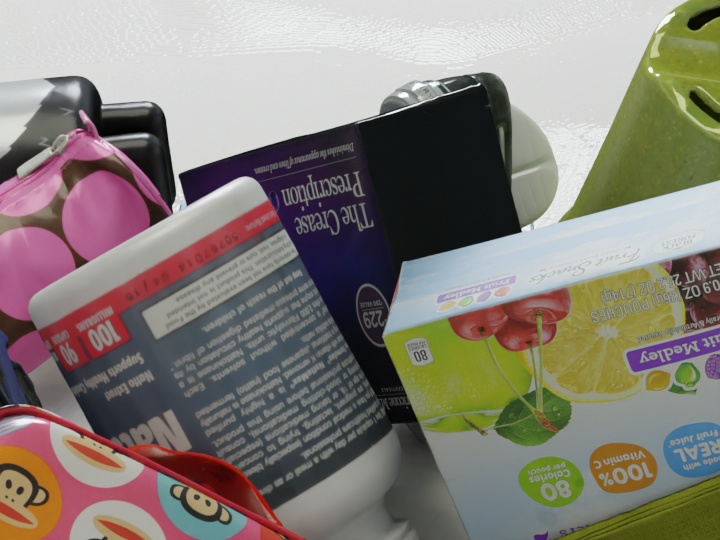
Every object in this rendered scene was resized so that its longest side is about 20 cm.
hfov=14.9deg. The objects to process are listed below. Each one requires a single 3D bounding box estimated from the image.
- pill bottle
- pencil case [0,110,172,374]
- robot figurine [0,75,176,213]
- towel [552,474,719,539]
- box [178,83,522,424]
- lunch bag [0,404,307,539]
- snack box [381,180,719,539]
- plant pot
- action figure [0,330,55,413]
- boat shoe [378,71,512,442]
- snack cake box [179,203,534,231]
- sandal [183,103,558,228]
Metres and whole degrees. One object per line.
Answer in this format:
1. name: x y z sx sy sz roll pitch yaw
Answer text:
1. pill bottle: -0.051 0.072 1.219 0.119 0.201 0.120 -29 2 1
2. pencil case: -0.195 0.008 1.457 0.200 0.094 0.091 -39 33 -12
3. robot figurine: -0.208 -0.049 1.587 0.198 0.126 0.150 -5 -9 1
4. towel: 0.147 0.134 1.153 0.199 0.087 0.018 -23 9 21
5. box: 0.000 0.000 1.321 0.078 0.142 0.200 -19 4 -28
6. lunch bag: -0.091 0.144 1.097 0.199 0.082 0.177 29 47 -9
7. snack box: 0.123 0.075 1.184 0.167 0.201 0.068 -15 27 19
8. plant pot: 0.186 -0.028 1.351 0.199 0.185 0.201 6 43 -6
9. action figure: -0.178 0.106 1.187 0.104 0.201 0.193 -34 -12 38
10. boat shoe: 0.052 -0.005 1.381 0.070 0.201 0.072 -16 36 -26
11. snack cake box: -0.001 0.008 1.504 0.198 0.068 0.115 -5 28 2
12. sandal: 0.002 -0.043 1.449 0.205 0.080 0.059 -14 4 9
